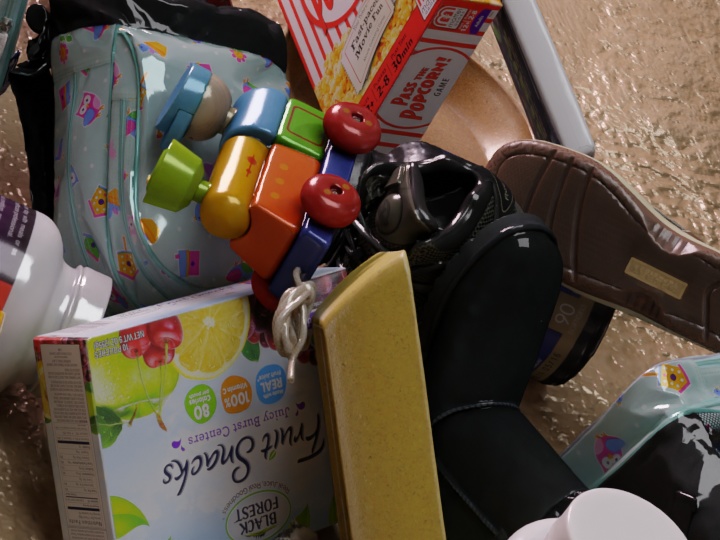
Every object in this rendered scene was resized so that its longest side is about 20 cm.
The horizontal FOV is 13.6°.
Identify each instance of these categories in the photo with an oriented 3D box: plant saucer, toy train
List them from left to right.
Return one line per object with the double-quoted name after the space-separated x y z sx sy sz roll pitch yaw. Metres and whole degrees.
-0.067 -0.030 1.623 0.115 0.085 0.200 25 37 -7 "toy train"
0.008 0.092 1.611 0.048 0.200 0.201 -8 90 -4 "plant saucer"
0.026 -0.096 2.015 0.199 0.036 0.201 20 39 -17 "plant saucer"

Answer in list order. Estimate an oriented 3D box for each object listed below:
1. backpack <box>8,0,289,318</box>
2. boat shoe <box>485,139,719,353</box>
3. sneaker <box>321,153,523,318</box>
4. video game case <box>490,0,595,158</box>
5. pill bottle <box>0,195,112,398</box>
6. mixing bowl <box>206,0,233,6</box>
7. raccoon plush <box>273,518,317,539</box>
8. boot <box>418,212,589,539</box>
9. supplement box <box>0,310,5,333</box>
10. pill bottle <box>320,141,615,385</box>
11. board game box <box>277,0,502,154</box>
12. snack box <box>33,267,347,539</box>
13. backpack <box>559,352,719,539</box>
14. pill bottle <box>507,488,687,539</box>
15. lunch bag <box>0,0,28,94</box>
-0.115 -0.060 1.760 0.166 0.126 0.201 10 75 -30 "backpack"
0.163 -0.008 1.826 0.202 0.075 0.075 36 4 14 "boat shoe"
0.000 0.000 1.758 0.076 0.199 0.114 58 2 31 "sneaker"
0.105 -0.150 1.959 0.023 0.182 0.201 -22 82 0 "video game case"
-0.242 0.000 1.654 0.199 0.113 0.113 23 38 -11 "pill bottle"
-0.161 -0.229 1.935 0.108 0.201 0.201 -21 52 -1 "mixing bowl"
-0.085 0.186 1.584 0.199 0.097 0.134 17 32 -19 "raccoon plush"
0.085 0.090 1.722 0.073 0.199 0.163 8 34 -39 "boot"
-0.302 0.050 1.559 0.199 0.109 0.110 25 38 -11 "supplement box"
0.057 -0.013 1.882 0.199 0.112 0.112 22 38 -13 "pill bottle"
0.011 -0.186 1.952 0.046 0.152 0.201 6 43 -30 "board game box"
-0.082 0.086 1.660 0.199 0.053 0.143 -16 102 -44 "snack box"
0.211 0.141 1.769 0.199 0.176 0.154 5 49 -37 "backpack"
0.097 0.208 1.591 0.109 0.200 0.110 19 38 -16 "pill bottle"
-0.244 -0.202 1.835 0.077 0.161 0.201 8 41 -21 "lunch bag"
